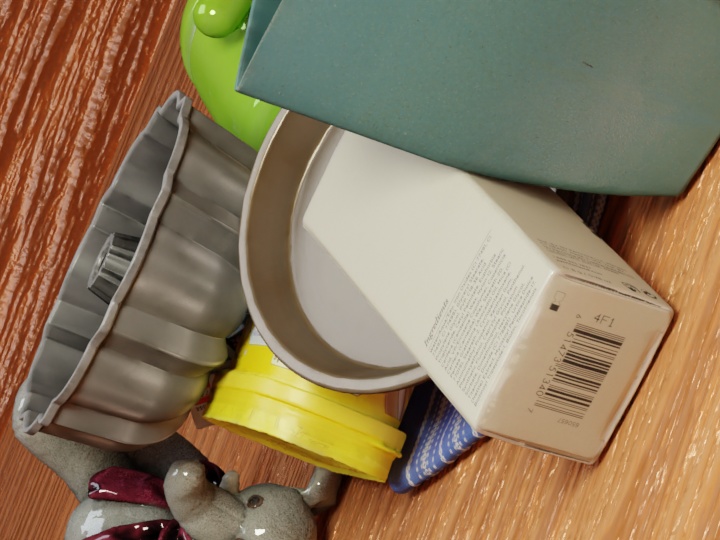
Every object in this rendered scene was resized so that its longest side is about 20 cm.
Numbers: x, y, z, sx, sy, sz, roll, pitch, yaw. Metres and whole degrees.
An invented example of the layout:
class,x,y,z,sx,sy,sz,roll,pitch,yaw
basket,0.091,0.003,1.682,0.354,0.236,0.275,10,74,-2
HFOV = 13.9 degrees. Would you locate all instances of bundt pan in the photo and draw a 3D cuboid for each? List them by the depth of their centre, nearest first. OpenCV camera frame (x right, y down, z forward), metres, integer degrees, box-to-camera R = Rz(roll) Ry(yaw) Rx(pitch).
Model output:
class,x,y,z,sx,sy,sz,roll,pitch,yaw
bundt pan,-0.106,0.009,1.580,0.202,0.076,0.202,-60,13,24

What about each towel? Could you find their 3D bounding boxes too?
class,x,y,z,sx,sy,sz,roll,pitch,yaw
towel,0.066,0.021,1.457,0.200,0.024,0.145,134,156,-62

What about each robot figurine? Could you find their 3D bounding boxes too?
class,x,y,z,sx,sy,sz,roll,pitch,yaw
robot figurine,-0.033,-0.113,1.700,0.115,0.176,0.200,-30,43,-3

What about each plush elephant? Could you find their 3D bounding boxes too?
class,x,y,z,sx,sy,sz,roll,pitch,yaw
plush elephant,-0.095,0.152,1.659,0.155,0.200,0.165,-23,41,41

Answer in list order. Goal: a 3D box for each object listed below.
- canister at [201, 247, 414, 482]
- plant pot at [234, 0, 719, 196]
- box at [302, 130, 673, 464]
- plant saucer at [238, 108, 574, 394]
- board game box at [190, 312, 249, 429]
class,x,y,z,sx,sy,sz,roll,pitch,yaw
canister,0.000,0.000,1.534,0.201,0.086,0.148,-69,14,-6
plant pot,0.071,-0.125,1.267,0.141,0.199,0.142,-59,14,34
box,0.051,-0.002,1.286,0.082,0.068,0.200,-62,32,17
plant saucer,0.026,-0.033,1.422,0.200,0.029,0.201,-18,60,34
board game box,-0.043,0.028,1.724,0.200,0.126,0.035,-103,-4,-73
